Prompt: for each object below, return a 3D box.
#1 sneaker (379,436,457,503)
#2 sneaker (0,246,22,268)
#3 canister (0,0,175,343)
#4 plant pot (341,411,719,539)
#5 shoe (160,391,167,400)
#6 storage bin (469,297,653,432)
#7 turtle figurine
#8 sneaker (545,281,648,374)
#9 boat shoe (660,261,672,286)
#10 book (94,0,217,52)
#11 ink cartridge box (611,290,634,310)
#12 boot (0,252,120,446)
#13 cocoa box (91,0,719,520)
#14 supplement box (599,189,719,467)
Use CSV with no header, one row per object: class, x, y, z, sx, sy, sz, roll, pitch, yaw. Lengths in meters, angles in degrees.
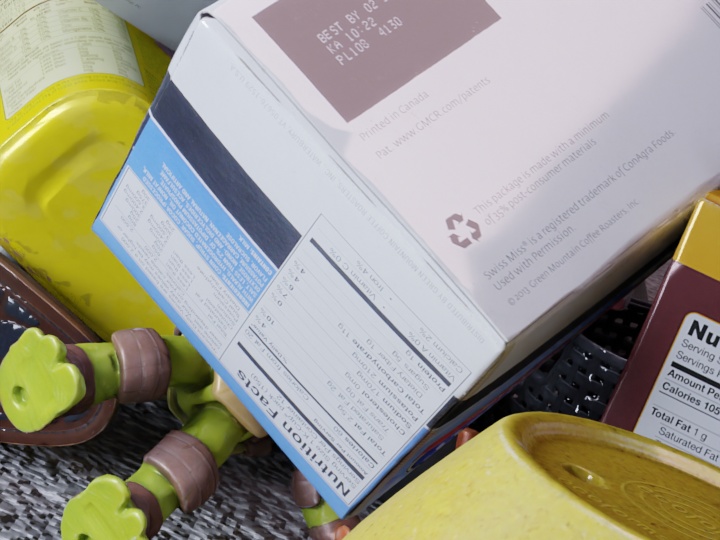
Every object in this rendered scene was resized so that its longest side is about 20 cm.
sneaker,0.001,0.000,0.970,0.108,0.067,0.201,42,32,-21
sneaker,-0.196,-0.058,0.976,0.070,0.080,0.200,-8,29,-40
canister,-0.096,-0.058,0.886,0.149,0.087,0.200,45,12,-32
plant pot,0.053,0.119,0.542,0.200,0.142,0.200,22,12,-5
shoe,-0.045,0.037,0.988,0.200,0.053,0.070,-2,57,-56
storage bin,0.141,0.078,1.036,0.200,0.094,0.135,17,12,-30
turtle figurine,-0.046,0.028,0.772,0.064,0.200,0.161,-6,11,45
sneaker,0.109,0.019,1.134,0.080,0.070,0.200,-5,-53,37
boat shoe,0.159,0.015,0.973,0.093,0.075,0.200,23,1,36
book,0.002,-0.135,0.799,0.134,0.200,0.048,30,41,-52
ink cartridge box,0.032,-0.067,0.974,0.145,0.083,0.200,11,18,-17
boot,-0.159,0.003,0.840,0.200,0.075,0.097,25,14,17
cocoa box,0.040,-0.043,0.716,0.200,0.131,0.133,-36,80,-34
supplement box,0.146,0.088,0.719,0.133,0.200,0.197,26,12,16
